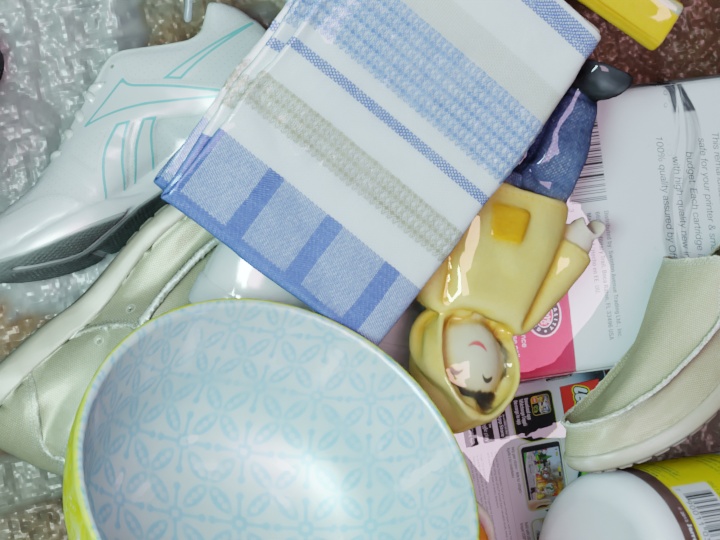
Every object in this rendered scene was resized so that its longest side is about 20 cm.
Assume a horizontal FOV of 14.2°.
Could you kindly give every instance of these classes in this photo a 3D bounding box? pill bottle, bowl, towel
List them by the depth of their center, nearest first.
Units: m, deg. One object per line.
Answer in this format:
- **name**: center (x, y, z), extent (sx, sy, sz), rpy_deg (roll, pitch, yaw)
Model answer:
- **bowl**: center (-0.056, 0.125, 1.363), extent (0.200, 0.108, 0.200), rpy_deg (13, 54, -19)
- **towel**: center (0.010, -0.079, 1.385), extent (0.147, 0.024, 0.200), rpy_deg (37, 86, -23)
- **pill bottle**: center (0.197, 0.149, 1.529), extent (0.200, 0.109, 0.109), rpy_deg (-4, 92, -38)

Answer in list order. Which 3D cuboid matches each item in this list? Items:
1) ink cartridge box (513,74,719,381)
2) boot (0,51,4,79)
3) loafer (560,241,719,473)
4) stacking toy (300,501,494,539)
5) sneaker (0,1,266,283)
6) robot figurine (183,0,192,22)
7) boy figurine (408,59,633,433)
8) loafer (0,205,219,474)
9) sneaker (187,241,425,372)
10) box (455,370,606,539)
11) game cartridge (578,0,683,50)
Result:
- **ink cartridge box**: center (0.146, -0.026, 1.549), extent (0.200, 0.083, 0.146), rpy_deg (-8, 94, -14)
- **boot**: center (-0.255, -0.107, 1.391), extent (0.165, 0.200, 0.066), rpy_deg (39, 113, -11)
- **loafer**: center (0.171, 0.026, 1.480), extent (0.200, 0.076, 0.068), rpy_deg (-40, 102, -16)
- **stacking toy**: center (0.035, 0.218, 1.436), extent (0.146, 0.146, 0.200), rpy_deg (-22, 54, -12)
- **sneaker**: center (-0.122, -0.063, 1.501), extent (0.200, 0.070, 0.080), rpy_deg (-33, 80, -11)
- **robot figurine**: center (-0.107, -0.229, 1.469), extent (0.169, 0.113, 0.200), rpy_deg (-25, 99, 29)
- **boy figurine**: center (0.064, -0.017, 1.450), extent (0.124, 0.064, 0.200), rpy_deg (23, 83, -31)
- **loafer**: center (-0.107, 0.029, 1.482), extent (0.200, 0.076, 0.068), rpy_deg (-43, 78, 0)
- **sneaker**: center (0.000, 0.000, 1.469), extent (0.073, 0.200, 0.085), rpy_deg (32, 101, 30)
- **box**: center (0.094, 0.158, 1.565), extent (0.110, 0.035, 0.200), rpy_deg (-11, 94, -13)
- **game cartridge**: center (0.062, -0.189, 1.480), extent (0.200, 0.176, 0.032), rpy_deg (31, 99, -12)
